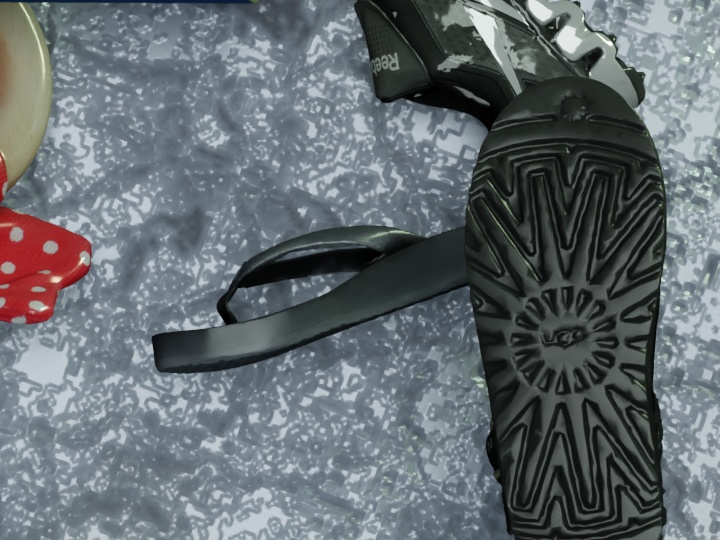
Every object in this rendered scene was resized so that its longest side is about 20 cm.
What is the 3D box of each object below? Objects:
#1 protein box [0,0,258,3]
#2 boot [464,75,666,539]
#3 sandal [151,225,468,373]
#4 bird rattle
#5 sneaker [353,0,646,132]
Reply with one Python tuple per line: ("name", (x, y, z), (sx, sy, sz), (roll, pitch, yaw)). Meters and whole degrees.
("protein box", (-0.137, -0.228, 1.197), (0.197, 0.135, 0.201), (0, 60, -4))
("boot", (0.087, 0.033, 1.214), (0.079, 0.158, 0.212), (0, 87, 7))
("sandal", (0.000, 0.000, 1.256), (0.199, 0.076, 0.043), (-20, 88, -17))
("bird rattle", (-0.192, -0.066, 1.233), (0.199, 0.113, 0.164), (27, 67, -5))
("sneaker", (0.027, -0.120, 1.268), (0.090, 0.066, 0.200), (-43, 91, -9))
